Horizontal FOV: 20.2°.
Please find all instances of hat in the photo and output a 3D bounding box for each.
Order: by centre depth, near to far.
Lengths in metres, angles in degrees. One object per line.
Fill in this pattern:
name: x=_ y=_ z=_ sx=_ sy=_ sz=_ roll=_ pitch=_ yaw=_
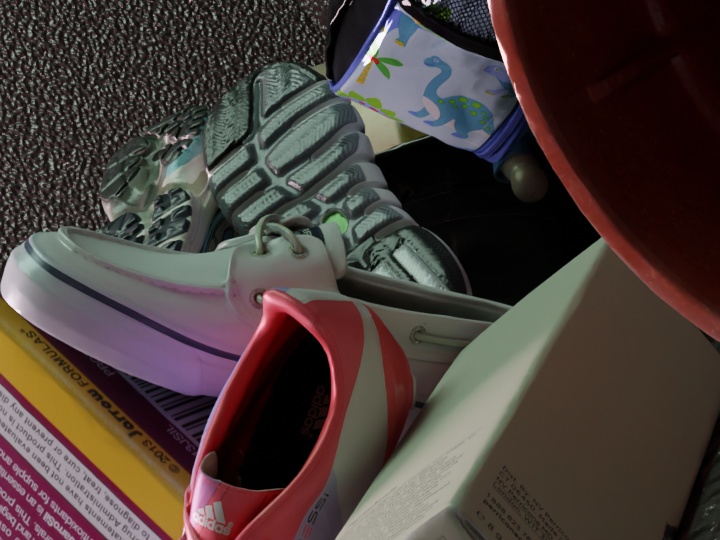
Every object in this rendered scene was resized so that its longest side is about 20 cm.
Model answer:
hat: x=0.056 y=0.009 z=0.980 sx=0.200 sy=0.200 sz=0.081 roll=-39 pitch=45 yaw=42

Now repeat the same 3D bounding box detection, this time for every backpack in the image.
backpack: x=0.071 y=-0.144 z=0.795 sx=0.200 sy=0.146 sz=0.184 roll=122 pitch=167 yaw=-51

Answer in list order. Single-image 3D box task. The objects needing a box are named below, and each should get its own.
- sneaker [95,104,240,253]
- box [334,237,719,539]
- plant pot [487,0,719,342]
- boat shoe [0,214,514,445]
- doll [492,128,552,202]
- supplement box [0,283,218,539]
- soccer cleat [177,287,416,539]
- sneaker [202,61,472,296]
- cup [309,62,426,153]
sneaker: x=-0.077 y=0.004 z=0.915 sx=0.077 sy=0.086 sz=0.201 roll=-27 pitch=26 yaw=26
box: x=0.049 y=0.068 z=0.606 sx=0.082 sy=0.068 sz=0.200 roll=-40 pitch=4 yaw=30
plant pot: x=0.165 y=-0.099 z=0.490 sx=0.195 sy=0.201 sz=0.201 roll=-34 pitch=-3 yaw=-42
boat shoe: x=-0.026 y=0.011 z=0.722 sx=0.067 sy=0.199 sz=0.074 roll=-66 pitch=22 yaw=13
doll: x=0.118 y=-0.076 z=0.869 sx=0.199 sy=0.049 sz=0.136 roll=22 pitch=58 yaw=44
supplement box: x=-0.111 y=0.114 z=0.772 sx=0.103 sy=0.131 sz=0.201 roll=-18 pitch=-36 yaw=-57
soccer cleat: x=-0.040 y=0.101 z=0.633 sx=0.076 sy=0.066 sz=0.201 roll=35 pitch=-105 yaw=-59
sneaker: x=0.000 y=0.000 z=0.900 sx=0.075 sy=0.116 sz=0.200 roll=-33 pitch=48 yaw=0
cup: x=0.025 y=-0.043 z=1.133 sx=0.200 sy=0.201 sz=0.143 roll=-45 pitch=7 yaw=-39
